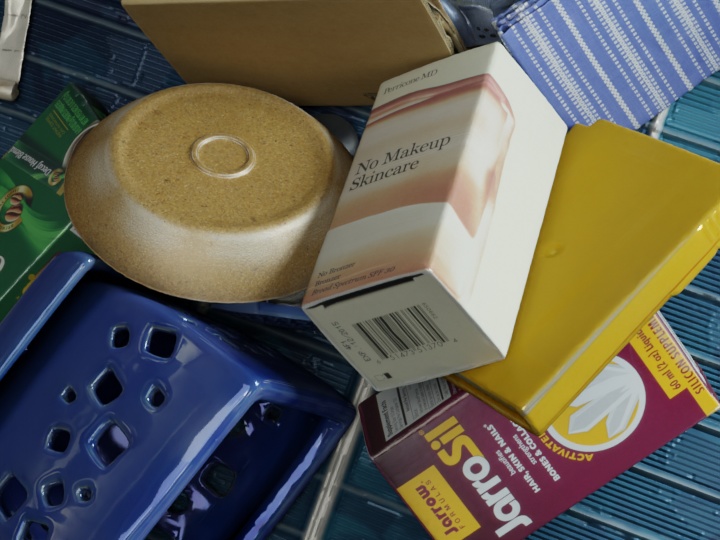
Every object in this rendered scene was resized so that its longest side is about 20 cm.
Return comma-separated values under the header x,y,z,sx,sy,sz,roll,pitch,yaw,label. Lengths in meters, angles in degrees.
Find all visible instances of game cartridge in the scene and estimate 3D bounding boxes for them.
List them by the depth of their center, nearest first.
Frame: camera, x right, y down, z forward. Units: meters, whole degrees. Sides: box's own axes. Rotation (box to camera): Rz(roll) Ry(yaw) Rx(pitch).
x,y,z,sx,sy,sz,roll,pitch,yaw,label
0.126,-0.003,1.312,0.200,0.176,0.032,-43,122,-10,game cartridge

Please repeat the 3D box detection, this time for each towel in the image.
x,y,z,sx,sy,sz,roll,pitch,yaw,label
0.194,-0.172,1.368,0.200,0.145,0.024,-36,42,7,towel

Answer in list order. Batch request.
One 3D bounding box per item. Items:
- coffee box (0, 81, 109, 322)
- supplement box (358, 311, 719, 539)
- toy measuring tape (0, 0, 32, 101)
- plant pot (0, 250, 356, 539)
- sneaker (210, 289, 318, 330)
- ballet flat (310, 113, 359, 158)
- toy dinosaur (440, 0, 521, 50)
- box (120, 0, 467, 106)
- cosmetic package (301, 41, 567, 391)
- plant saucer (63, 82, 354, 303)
x,y,z,sx,sy,sz,roll,pitch,yaw,label
-0.232,-0.021,1.458,0.200,0.044,0.123,-46,41,6,coffee box
0.111,0.087,1.358,0.200,0.086,0.110,-35,109,7,supplement box
-0.244,-0.223,1.496,0.073,0.074,0.201,10,87,13,toy measuring tape
-0.151,0.105,1.385,0.180,0.200,0.200,38,94,20,plant pot
0.000,0.000,1.424,0.199,0.070,0.078,2,82,6,sneaker
-0.093,-0.047,1.447,0.199,0.073,0.073,-27,80,9,ballet flat
0.094,-0.171,1.432,0.181,0.105,0.200,37,130,2,toy dinosaur
-0.034,-0.148,1.385,0.199,0.164,0.021,1,71,18,box
0.048,-0.035,1.318,0.103,0.087,0.200,-18,37,34,cosmetic package
-0.090,-0.062,1.369,0.199,0.036,0.201,5,44,-5,plant saucer
